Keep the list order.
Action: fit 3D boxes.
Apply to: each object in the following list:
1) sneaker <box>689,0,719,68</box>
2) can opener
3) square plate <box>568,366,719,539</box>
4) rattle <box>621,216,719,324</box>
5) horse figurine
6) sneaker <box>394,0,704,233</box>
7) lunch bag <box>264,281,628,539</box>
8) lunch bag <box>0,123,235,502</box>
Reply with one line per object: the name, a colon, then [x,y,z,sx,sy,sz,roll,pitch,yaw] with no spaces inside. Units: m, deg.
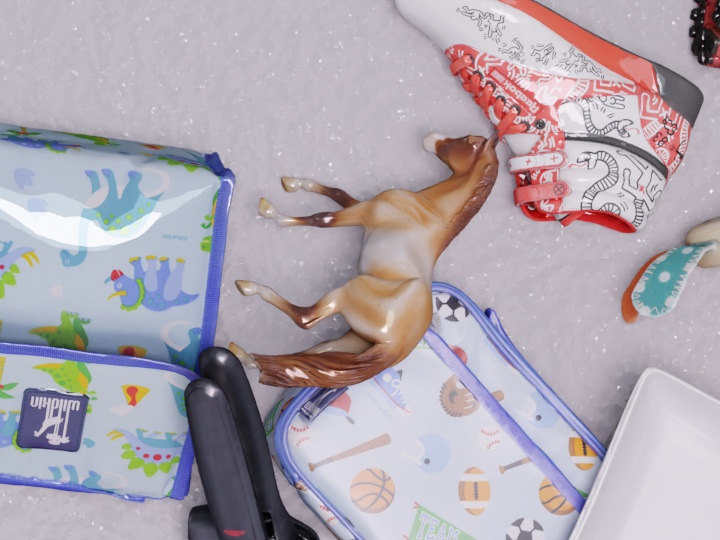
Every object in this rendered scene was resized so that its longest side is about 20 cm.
sneaker: [0.262,-0.214,1.207,0.082,0.078,0.200,13,95,-11]
can opener: [-0.065,0.128,1.092,0.078,0.063,0.200,-4,132,6]
square plate: [0.205,0.185,1.136,0.200,0.028,0.198,27,80,-7]
rattle: [0.229,-0.064,1.171,0.200,0.130,0.143,-16,109,17]
horse figurine: [0.000,0.000,1.118,0.132,0.050,0.200,5,49,13]
sneaker: [0.096,-0.095,1.177,0.201,0.067,0.108,24,82,-8]
lunch bag: [0.050,0.107,1.159,0.160,0.076,0.200,-42,94,-10]
lunch bag: [-0.167,0.026,1.114,0.170,0.127,0.200,8,100,-10]
